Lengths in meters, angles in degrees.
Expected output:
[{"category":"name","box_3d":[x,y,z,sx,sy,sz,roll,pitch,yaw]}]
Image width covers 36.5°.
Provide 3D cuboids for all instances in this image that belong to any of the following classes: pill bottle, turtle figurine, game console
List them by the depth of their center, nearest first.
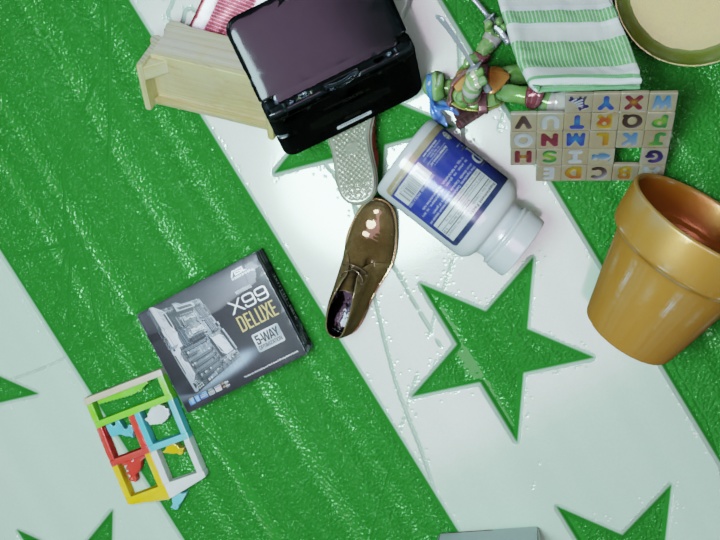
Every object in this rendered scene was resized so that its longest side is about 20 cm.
[{"category":"game console","box_3d":[-0.040,-0.262,1.355,0.199,0.176,0.117,-26,69,0]},{"category":"turtle figurine","box_3d":[0.178,-0.267,1.366,0.192,0.144,0.202,7,104,4]},{"category":"pill bottle","box_3d":[0.132,-0.089,1.412,0.200,0.120,0.120,38,102,1]}]

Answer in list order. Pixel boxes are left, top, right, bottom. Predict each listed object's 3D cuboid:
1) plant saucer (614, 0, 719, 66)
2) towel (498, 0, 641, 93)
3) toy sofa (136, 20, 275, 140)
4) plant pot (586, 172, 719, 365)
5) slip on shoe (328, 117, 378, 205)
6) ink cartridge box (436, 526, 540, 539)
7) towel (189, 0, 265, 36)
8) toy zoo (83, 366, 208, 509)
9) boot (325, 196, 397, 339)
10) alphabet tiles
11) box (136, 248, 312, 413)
[{"category":"plant saucer","box_3d":[0.419,-0.358,1.371,0.198,0.031,0.202,1,98,9]},{"category":"towel","box_3d":[0.252,-0.300,1.334,0.151,0.023,0.201,-4,60,-9]},{"category":"toy sofa","box_3d":[-0.187,-0.253,1.447,0.199,0.098,0.083,14,143,12]},{"category":"plant pot","box_3d":[0.382,0.010,1.363,0.199,0.200,0.184,30,117,3]},{"category":"slip on shoe","box_3d":[-0.009,-0.184,1.451,0.073,0.061,0.202,-6,85,7]},{"category":"ink cartridge box","box_3d":[0.186,0.469,1.509,0.145,0.083,0.202,-6,98,9]},{"category":"towel","box_3d":[-0.126,-0.325,1.465,0.199,0.023,0.145,29,101,4]},{"category":"toy zoo","box_3d":[-0.305,0.255,1.583,0.130,0.020,0.201,-20,95,11]},{"category":"boot","box_3d":[0.000,0.000,1.470,0.073,0.075,0.201,19,100,7]},{"category":"alphabet tiles","box_3d":[0.288,-0.166,1.372,0.198,0.168,0.008,0,56,8]},{"category":"box","box_3d":[-0.188,0.084,1.523,0.199,0.050,0.159,-26,94,12]}]
